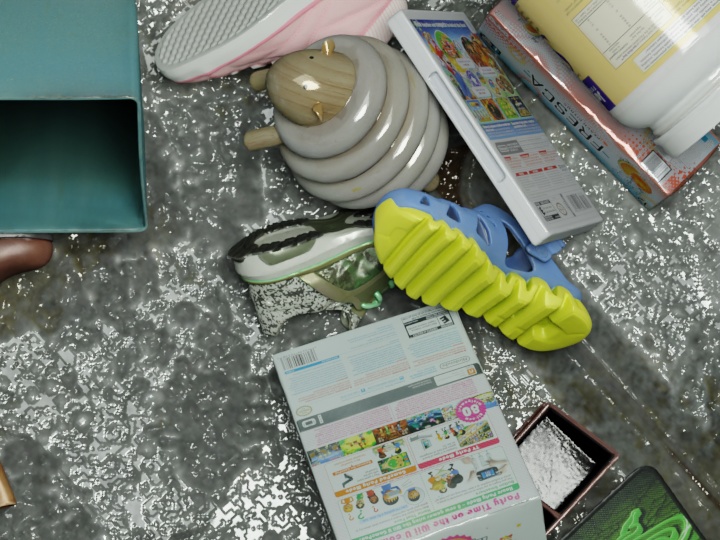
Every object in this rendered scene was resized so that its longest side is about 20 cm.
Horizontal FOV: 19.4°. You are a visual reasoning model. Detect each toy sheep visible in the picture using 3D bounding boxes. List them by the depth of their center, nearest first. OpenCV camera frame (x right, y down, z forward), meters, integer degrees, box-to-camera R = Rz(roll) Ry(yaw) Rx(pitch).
[{"bbox_3d":[-0.002,-0.108,1.579,0.137,0.200,0.139,-14,64,32],"label":"toy sheep"}]

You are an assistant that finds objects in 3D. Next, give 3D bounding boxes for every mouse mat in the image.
[{"bbox_3d":[0.183,0.262,1.554,0.200,0.008,0.161,-42,110,-12],"label":"mouse mat"}]

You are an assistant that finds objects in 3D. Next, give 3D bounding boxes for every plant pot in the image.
[{"bbox_3d":[-0.229,-0.150,1.568,0.140,0.142,0.201,-1,50,-3],"label":"plant pot"}]

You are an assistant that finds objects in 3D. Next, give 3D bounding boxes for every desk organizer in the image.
[{"bbox_3d":[0.100,0.189,1.564,0.072,0.077,0.200,43,80,6],"label":"desk organizer"}]

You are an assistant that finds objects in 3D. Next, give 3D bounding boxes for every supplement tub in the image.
[{"bbox_3d":[0.205,-0.197,1.534,0.145,0.145,0.200,-42,90,-10],"label":"supplement tub"}]

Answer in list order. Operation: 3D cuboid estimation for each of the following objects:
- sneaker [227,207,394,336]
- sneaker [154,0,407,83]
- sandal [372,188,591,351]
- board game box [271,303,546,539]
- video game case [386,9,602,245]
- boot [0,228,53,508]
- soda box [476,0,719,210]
[{"bbox_3d":[0.000,0.000,1.615,0.198,0.077,0.089,-11,111,-7],"label":"sneaker"},{"bbox_3d":[-0.053,-0.179,1.623,0.199,0.105,0.076,-30,41,6],"label":"sneaker"},{"bbox_3d":[0.088,-0.013,1.564,0.199,0.079,0.088,29,48,-33],"label":"sandal"},{"bbox_3d":[0.034,0.129,1.533,0.146,0.065,0.201,-17,47,-5],"label":"board game box"},{"bbox_3d":[0.104,-0.111,1.598,0.018,0.143,0.201,-36,81,22],"label":"video game case"},{"bbox_3d":[-0.295,0.081,1.572,0.187,0.069,0.202,-18,81,-6],"label":"boot"},{"bbox_3d":[0.184,-0.142,1.632,0.064,0.068,0.200,-43,89,-10],"label":"soda box"}]
